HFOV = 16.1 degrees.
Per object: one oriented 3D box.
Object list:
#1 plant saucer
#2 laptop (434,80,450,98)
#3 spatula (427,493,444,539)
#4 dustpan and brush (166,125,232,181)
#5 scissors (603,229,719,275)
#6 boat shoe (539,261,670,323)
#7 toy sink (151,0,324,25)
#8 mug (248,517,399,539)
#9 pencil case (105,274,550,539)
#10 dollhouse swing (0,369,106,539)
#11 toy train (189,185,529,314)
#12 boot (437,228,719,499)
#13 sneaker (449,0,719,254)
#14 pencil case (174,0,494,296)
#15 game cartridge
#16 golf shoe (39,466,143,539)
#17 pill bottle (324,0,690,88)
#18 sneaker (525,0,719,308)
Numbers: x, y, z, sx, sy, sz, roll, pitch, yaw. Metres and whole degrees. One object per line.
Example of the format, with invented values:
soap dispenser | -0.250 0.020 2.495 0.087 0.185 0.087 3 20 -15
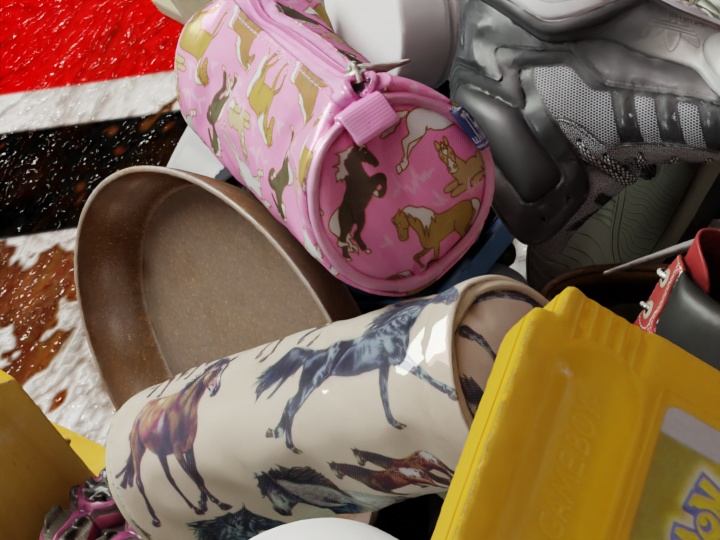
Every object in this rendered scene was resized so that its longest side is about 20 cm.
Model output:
plant saucer | -0.052 0.040 1.130 0.034 0.201 0.200 -32 26 -35
laptop | 0.048 -0.141 1.302 0.116 0.200 0.188 28 67 18
spatula | 0.041 0.087 1.108 0.056 0.021 0.200 -27 23 18
dustpan and brush | -0.025 -0.096 1.230 0.057 0.200 0.139 37 44 16
scissors | 0.193 -0.029 1.037 0.199 0.014 0.073 -20 17 -32
boat shoe | 0.152 0.032 1.034 0.199 0.074 0.076 -1 49 43
toy sink | -0.064 -0.213 1.487 0.130 0.112 0.200 -44 34 -9
mug | 0.038 0.168 0.919 0.200 0.148 0.175 -49 39 -12
pencil case | -0.004 0.064 1.003 0.199 0.089 0.078 -19 40 38
dollhouse swing | -0.215 0.134 1.171 0.200 0.176 0.181 -51 36 -15
toy train | 0.000 0.000 1.160 0.200 0.114 0.087 -5 40 52
boot | 0.097 0.041 1.011 0.200 0.072 0.145 25 111 46
sneaker | 0.119 -0.051 1.032 0.199 0.075 0.114 27 102 13
pencil case | -0.016 -0.059 1.036 0.087 0.082 0.200 -64 25 8
game cartridge | 0.118 0.119 0.866 0.032 0.199 0.177 -42 21 52
golf shoe | -0.141 0.167 1.097 0.200 0.092 0.072 -31 39 -33
pill bottle | 0.089 -0.135 1.132 0.199 0.112 0.111 -15 28 -21
sneaker | 0.162 -0.047 1.133 0.200 0.106 0.075 -54 50 29
